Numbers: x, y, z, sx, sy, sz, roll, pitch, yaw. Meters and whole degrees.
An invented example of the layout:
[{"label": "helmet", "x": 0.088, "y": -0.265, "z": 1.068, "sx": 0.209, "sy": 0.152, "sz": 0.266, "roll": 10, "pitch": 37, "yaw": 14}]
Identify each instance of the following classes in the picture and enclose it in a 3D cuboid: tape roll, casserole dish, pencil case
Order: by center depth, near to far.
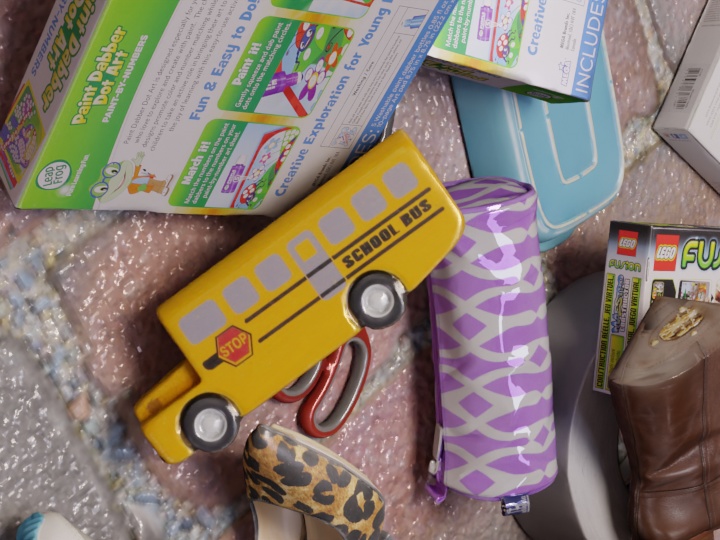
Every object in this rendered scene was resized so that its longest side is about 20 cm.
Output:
[{"label": "pencil case", "x": 0.073, "y": 0.043, "z": 0.992, "sx": 0.085, "sy": 0.084, "sz": 0.202, "roll": -7, "pitch": 103, "yaw": -7}, {"label": "casserole dish", "x": 0.118, "y": -0.106, "z": 1.031, "sx": 0.121, "sy": 0.039, "sz": 0.201, "roll": -29, "pitch": 114, "yaw": -35}, {"label": "tape roll", "x": 0.185, "y": 0.103, "z": 1.106, "sx": 0.199, "sy": 0.066, "sz": 0.202, "roll": -7, "pitch": 101, "yaw": -40}]

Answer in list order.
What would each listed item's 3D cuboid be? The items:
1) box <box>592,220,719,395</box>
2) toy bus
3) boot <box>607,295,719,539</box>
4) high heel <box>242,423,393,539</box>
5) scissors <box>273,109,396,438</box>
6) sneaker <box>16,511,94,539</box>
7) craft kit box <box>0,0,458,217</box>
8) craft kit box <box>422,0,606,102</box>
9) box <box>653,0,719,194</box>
[{"label": "box", "x": 0.236, "y": 0.026, "z": 1.071, "sx": 0.199, "sy": 0.035, "sz": 0.111, "roll": 2, "pitch": 96, "yaw": -41}, {"label": "toy bus", "x": -0.037, "y": 0.016, "z": 0.852, "sx": 0.199, "sy": 0.065, "sz": 0.079, "roll": -36, "pitch": 94, "yaw": 2}, {"label": "boot", "x": 0.235, "y": 0.077, "z": 1.013, "sx": 0.186, "sy": 0.064, "sz": 0.201, "roll": -32, "pitch": 134, "yaw": -19}, {"label": "high heel", "x": -0.042, "y": 0.177, "z": 0.891, "sx": 0.143, "sy": 0.071, "sz": 0.200, "roll": -62, "pitch": 150, "yaw": -22}, {"label": "scissors", "x": 0.000, "y": 0.000, "z": 0.963, "sx": 0.073, "sy": 0.014, "sz": 0.201, "roll": 34, "pitch": 74, "yaw": -37}, {"label": "sneaker", "x": -0.096, "y": 0.187, "z": 0.844, "sx": 0.200, "sy": 0.076, "sz": 0.081, "roll": 47, "pitch": 74, "yaw": -19}, {"label": "craft kit box", "x": -0.057, "y": -0.112, "z": 0.798, "sx": 0.197, "sy": 0.049, "sz": 0.201, "roll": -1, "pitch": 134, "yaw": -42}, {"label": "craft kit box", "x": 0.058, "y": -0.214, "z": 0.921, "sx": 0.196, "sy": 0.048, "sz": 0.202, "roll": 12, "pitch": 88, "yaw": -30}, {"label": "box", "x": 0.304, "y": -0.116, "z": 1.195, "sx": 0.200, "sy": 0.036, "sz": 0.145, "roll": 35, "pitch": 74, "yaw": -40}]
